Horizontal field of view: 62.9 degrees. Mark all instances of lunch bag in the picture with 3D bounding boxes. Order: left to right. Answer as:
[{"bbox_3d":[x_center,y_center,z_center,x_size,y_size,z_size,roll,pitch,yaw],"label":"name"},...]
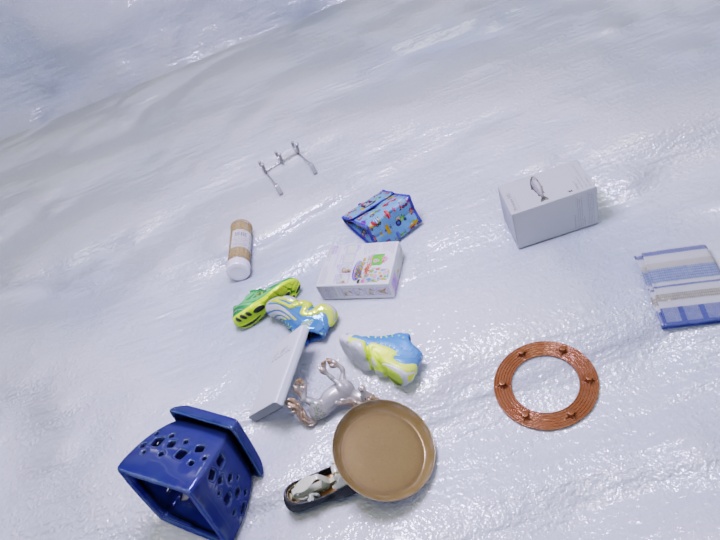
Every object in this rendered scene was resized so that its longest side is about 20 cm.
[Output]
[{"bbox_3d":[0.047,-0.152,1.623,0.150,0.094,0.200,-36,32,-11],"label":"lunch bag"}]

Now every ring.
[{"bbox_3d":[0.361,0.218,1.155,0.199,0.019,0.201,-12,44,12],"label":"ring"}]

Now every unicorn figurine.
[{"bbox_3d":[-0.056,0.261,1.256,0.200,0.074,0.138,-37,85,17],"label":"unicorn figurine"}]

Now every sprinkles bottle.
[{"bbox_3d":[-0.350,-0.063,1.715,0.068,0.068,0.201,-17,43,9],"label":"sprinkles bottle"}]

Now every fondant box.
[{"bbox_3d":[0.000,0.000,1.502,0.198,0.058,0.145,-3,47,23],"label":"fondant box"}]

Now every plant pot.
[{"bbox_3d":[-0.320,0.394,1.171,0.199,0.201,0.180,5,44,28],"label":"plant pot"},{"bbox_3d":[0.043,0.344,1.127,0.198,0.028,0.201,4,50,-5],"label":"plant pot"}]

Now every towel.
[{"bbox_3d":[0.658,0.030,1.199,0.146,0.024,0.201,-9,47,13],"label":"towel"}]

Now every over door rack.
[{"bbox_3d":[-0.248,-0.352,1.950,0.147,0.067,0.200,-32,43,-6],"label":"over door rack"}]

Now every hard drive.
[{"bbox_3d":[-0.183,0.232,1.335,0.132,0.026,0.201,-37,28,45],"label":"hard drive"}]

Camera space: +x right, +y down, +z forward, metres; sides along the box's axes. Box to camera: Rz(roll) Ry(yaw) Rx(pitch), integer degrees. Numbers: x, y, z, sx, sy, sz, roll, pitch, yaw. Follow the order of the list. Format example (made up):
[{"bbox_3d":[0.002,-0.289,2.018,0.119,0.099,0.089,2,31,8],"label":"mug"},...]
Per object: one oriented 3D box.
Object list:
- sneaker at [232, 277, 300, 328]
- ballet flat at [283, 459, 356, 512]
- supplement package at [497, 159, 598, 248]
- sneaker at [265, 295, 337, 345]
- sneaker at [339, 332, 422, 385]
[{"bbox_3d":[-0.251,0.069,1.537,0.199,0.074,0.084,-30,47,-5],"label":"sneaker"},{"bbox_3d":[-0.059,0.405,1.129,0.199,0.073,0.073,-23,43,2],"label":"ballet flat"},{"bbox_3d":[0.446,-0.158,1.408,0.199,0.118,0.117,-19,44,7],"label":"supplement package"},{"bbox_3d":[-0.159,0.124,1.441,0.198,0.076,0.106,1,50,24],"label":"sneaker"},{"bbox_3d":[0.051,0.175,1.298,0.199,0.076,0.105,27,52,32],"label":"sneaker"}]
